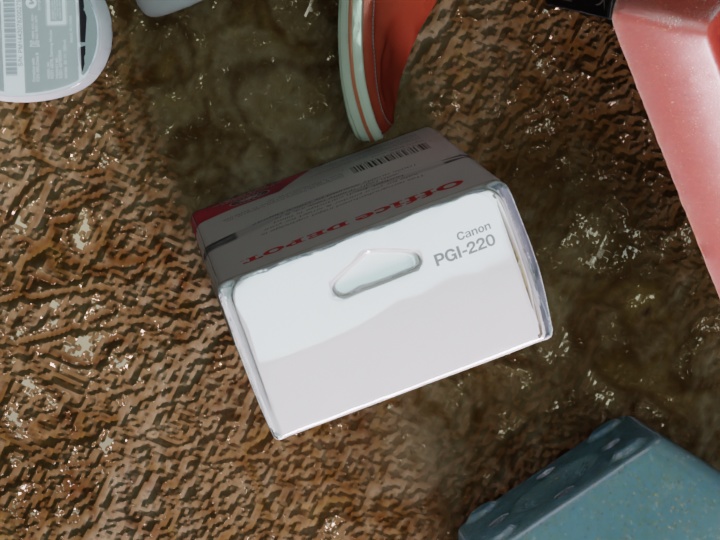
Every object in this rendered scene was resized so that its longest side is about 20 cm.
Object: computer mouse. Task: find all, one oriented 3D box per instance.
[{"bbox_3d":[-0.226,-0.118,1.125,0.199,0.044,0.110,0,95,-2],"label":"computer mouse"}]

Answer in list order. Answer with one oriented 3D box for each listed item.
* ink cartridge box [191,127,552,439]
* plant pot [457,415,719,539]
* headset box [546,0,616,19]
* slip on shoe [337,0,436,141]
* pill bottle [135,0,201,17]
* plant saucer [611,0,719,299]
[{"bbox_3d":[0.000,0.000,1.093,0.145,0.200,0.085,-20,102,-3],"label":"ink cartridge box"},{"bbox_3d":[0.156,0.192,1.157,0.195,0.196,0.201,-33,94,-1],"label":"plant pot"},{"bbox_3d":[0.161,-0.222,1.104,0.077,0.149,0.201,11,97,-9],"label":"headset box"},{"bbox_3d":[0.026,-0.165,1.132,0.061,0.074,0.201,12,93,7],"label":"slip on shoe"},{"bbox_3d":[-0.103,-0.238,1.085,0.111,0.111,0.201,-27,102,-2],"label":"pill bottle"},{"bbox_3d":[0.220,-0.110,1.060,0.200,0.037,0.200,-47,131,-24],"label":"plant saucer"}]
